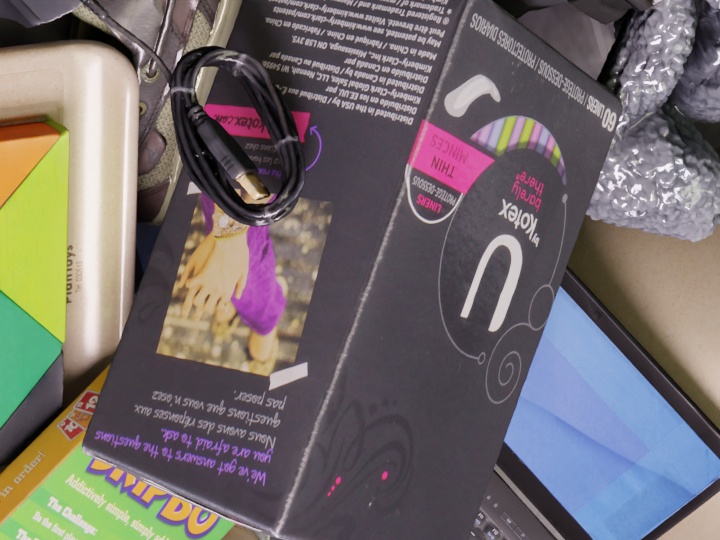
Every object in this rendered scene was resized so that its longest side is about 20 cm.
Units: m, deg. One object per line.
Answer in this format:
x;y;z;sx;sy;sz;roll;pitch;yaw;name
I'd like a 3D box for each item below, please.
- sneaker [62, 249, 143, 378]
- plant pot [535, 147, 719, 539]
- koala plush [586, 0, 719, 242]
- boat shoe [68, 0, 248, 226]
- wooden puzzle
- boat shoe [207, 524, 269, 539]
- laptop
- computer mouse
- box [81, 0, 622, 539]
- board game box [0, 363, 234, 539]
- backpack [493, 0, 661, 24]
-0.169;0.065;0.769;0.201;0.067;0.108;-26;122;-20;sneaker
0.140;0.024;0.873;0.134;0.200;0.201;23;104;-1;plant pot
0.213;-0.096;0.773;0.199;0.178;0.184;24;133;2;koala plush
-0.085;-0.105;0.727;0.066;0.072;0.202;-10;124;-31;boat shoe
-0.171;0.018;0.680;0.199;0.037;0.186;-10;116;-32;wooden puzzle
-0.126;0.157;0.819;0.200;0.066;0.074;-37;112;9;boat shoe
0.029;0.089;0.818;0.200;0.177;0.103;-42;172;-4;laptop
-0.091;-0.092;0.667;0.059;0.200;0.034;-43;165;-12;computer mouse
0.000;0.000;0.711;0.122;0.106;0.201;24;85;-52;box
-0.119;0.117;0.729;0.200;0.030;0.096;-44;135;-20;board game box
0.049;-0.212;0.689;0.183;0.147;0.201;40;63;-40;backpack
